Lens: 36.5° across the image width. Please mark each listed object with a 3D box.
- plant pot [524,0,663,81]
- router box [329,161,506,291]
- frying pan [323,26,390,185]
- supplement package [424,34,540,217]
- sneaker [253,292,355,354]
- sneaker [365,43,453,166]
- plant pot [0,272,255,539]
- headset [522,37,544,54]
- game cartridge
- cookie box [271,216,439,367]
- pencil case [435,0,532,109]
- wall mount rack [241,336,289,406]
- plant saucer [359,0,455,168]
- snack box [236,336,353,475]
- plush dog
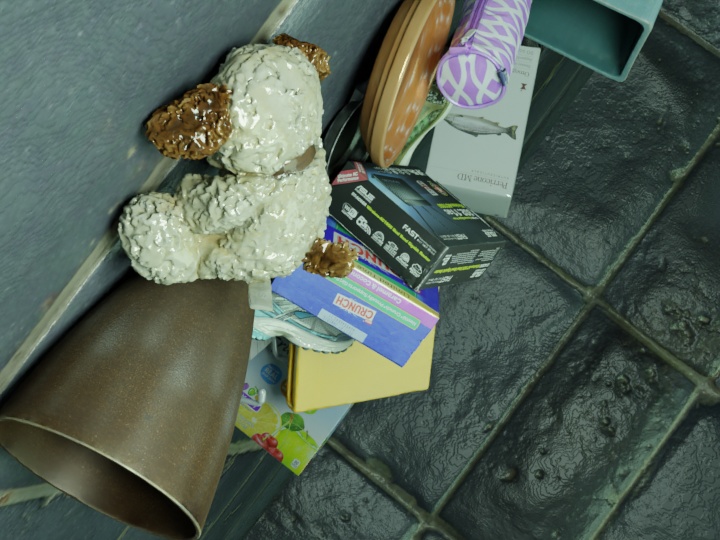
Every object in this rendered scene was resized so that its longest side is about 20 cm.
[{"bbox_3d":[0.318,-0.407,1.443,0.201,0.195,0.196,-62,172,-9],"label":"plant pot"},{"bbox_3d":[0.064,-0.053,1.234,0.062,0.150,0.200,-54,161,19],"label":"router box"},{"bbox_3d":[-0.009,-0.162,1.157,0.115,0.031,0.191,-51,161,-31],"label":"frying pan"},{"bbox_3d":[0.155,-0.185,1.416,0.117,0.116,0.202,76,26,-79],"label":"supplement package"},{"bbox_3d":[-0.071,0.039,1.243,0.199,0.077,0.087,12,104,-42],"label":"sneaker"},{"bbox_3d":[0.043,-0.177,1.263,0.088,0.077,0.201,-22,147,-57],"label":"sneaker"},{"bbox_3d":[-0.171,0.087,0.903,0.187,0.186,0.201,110,5,-62],"label":"plant pot"},{"bbox_3d":[0.277,-0.360,1.672,0.124,0.094,0.200,-50,-178,-22],"label":"headset"},{"bbox_3d":[0.004,0.082,1.379,0.198,0.032,0.178,-7,113,-28],"label":"game cartridge"},{"bbox_3d":[0.000,0.000,1.217,0.076,0.170,0.200,-56,-171,20],"label":"cookie box"},{"bbox_3d":[0.137,-0.265,1.212,0.083,0.086,0.201,-11,-141,29],"label":"pencil case"},{"bbox_3d":[-0.117,0.061,1.348,0.200,0.074,0.175,-42,136,-55],"label":"wall mount rack"},{"bbox_3d":[0.046,-0.206,1.134,0.200,0.037,0.202,23,90,-82],"label":"plant saucer"},{"bbox_3d":[-0.087,0.149,1.504,0.201,0.168,0.068,-54,174,2],"label":"snack box"},{"bbox_3d":[-0.076,-0.085,0.824,0.200,0.159,0.173,-44,144,-43],"label":"plush dog"}]
